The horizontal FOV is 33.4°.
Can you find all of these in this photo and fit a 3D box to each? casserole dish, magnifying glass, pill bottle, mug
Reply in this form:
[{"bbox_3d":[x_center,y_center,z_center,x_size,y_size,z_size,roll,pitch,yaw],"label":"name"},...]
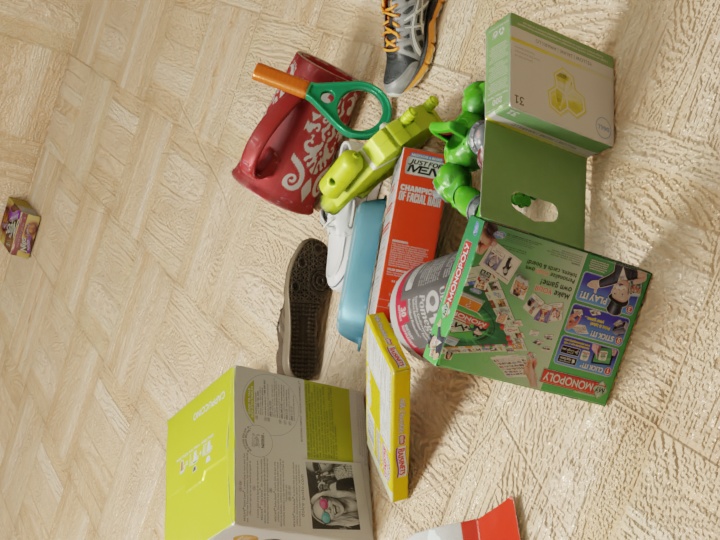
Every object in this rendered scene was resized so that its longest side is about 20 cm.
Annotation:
[{"bbox_3d":[0.000,0.000,1.511,0.121,0.038,0.203,96,-177,-76],"label":"casserole dish"},{"bbox_3d":[-0.052,-0.236,1.625,0.022,0.197,0.081,102,-170,-72],"label":"magnifying glass"},{"bbox_3d":[0.126,0.029,1.262,0.199,0.109,0.112,-23,58,55],"label":"pill bottle"},{"bbox_3d":[-0.084,-0.194,1.702,0.202,0.132,0.178,-63,8,13],"label":"mug"}]

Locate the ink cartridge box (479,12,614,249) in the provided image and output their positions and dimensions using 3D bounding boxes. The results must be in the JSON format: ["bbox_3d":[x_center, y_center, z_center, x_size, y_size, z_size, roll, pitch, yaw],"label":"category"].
[{"bbox_3d":[0.188,-0.137,1.193,0.048,0.144,0.203,-24,58,52],"label":"ink cartridge box"}]

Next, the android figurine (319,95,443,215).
[{"bbox_3d":[0.028,-0.144,1.479,0.041,0.181,0.200,51,136,6],"label":"android figurine"}]

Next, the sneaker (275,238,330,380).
[{"bbox_3d":[-0.091,0.056,1.672,0.075,0.070,0.203,-12,67,59],"label":"sneaker"}]

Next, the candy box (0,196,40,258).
[{"bbox_3d":[-0.911,-0.115,3.191,0.200,0.056,0.118,33,106,61],"label":"candy box"}]

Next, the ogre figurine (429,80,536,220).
[{"bbox_3d":[0.144,-0.144,1.326,0.119,0.097,0.203,12,99,49],"label":"ogre figurine"}]

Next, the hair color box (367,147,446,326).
[{"bbox_3d":[0.057,-0.033,1.423,0.111,0.063,0.203,123,156,-83],"label":"hair color box"}]

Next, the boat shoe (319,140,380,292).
[{"bbox_3d":[-0.024,-0.074,1.615,0.073,0.065,0.203,2,79,60],"label":"boat shoe"}]

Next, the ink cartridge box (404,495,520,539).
[{"bbox_3d":[0.096,0.343,1.240,0.200,0.050,0.164,-47,40,46],"label":"ink cartridge box"}]

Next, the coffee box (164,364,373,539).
[{"bbox_3d":[-0.120,0.261,1.502,0.199,0.196,0.203,-39,46,46],"label":"coffee box"}]

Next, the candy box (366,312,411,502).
[{"bbox_3d":[0.031,0.158,1.369,0.103,0.026,0.202,-119,23,-49],"label":"candy box"}]

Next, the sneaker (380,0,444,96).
[{"bbox_3d":[0.059,-0.330,1.574,0.078,0.076,0.203,17,94,59],"label":"sneaker"}]

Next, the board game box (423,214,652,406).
[{"bbox_3d":[0.165,0.040,1.099,0.029,0.198,0.136,32,105,61],"label":"board game box"}]

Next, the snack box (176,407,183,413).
[{"bbox_3d":[-0.212,0.265,1.793,0.199,0.067,0.171,-36,47,47],"label":"snack box"}]
